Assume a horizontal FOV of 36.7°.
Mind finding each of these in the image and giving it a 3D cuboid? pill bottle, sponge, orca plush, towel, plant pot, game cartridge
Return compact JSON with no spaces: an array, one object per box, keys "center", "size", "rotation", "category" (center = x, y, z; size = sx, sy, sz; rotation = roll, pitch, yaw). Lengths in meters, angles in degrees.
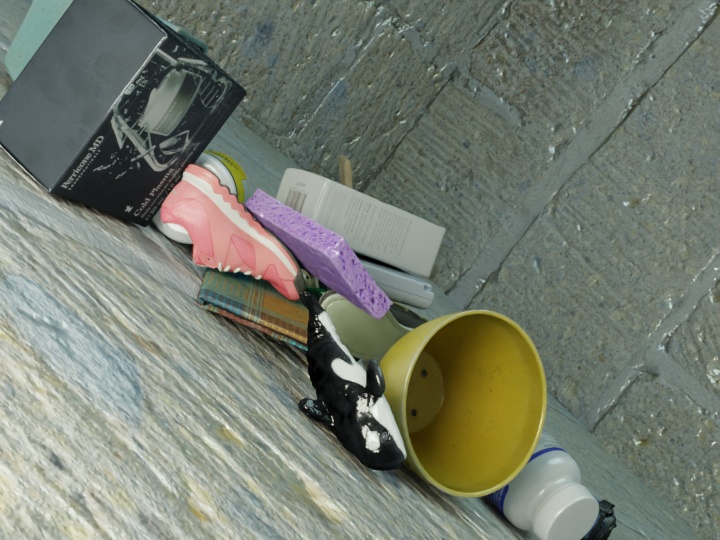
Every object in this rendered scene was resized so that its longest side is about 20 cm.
[{"center":[0.206,0.253,1.367],"size":[0.112,0.112,0.200],"rotation":[34,9,-45],"category":"pill bottle"},{"center":[-0.049,-0.020,1.207],"size":[0.199,0.030,0.112],"rotation":[31,-16,52],"category":"sponge"},{"center":[-0.029,0.115,1.082],"size":[0.070,0.105,0.202],"rotation":[-13,73,-30],"category":"orca plush"},{"center":[-0.114,0.038,1.240],"size":[0.145,0.022,0.200],"rotation":[23,10,-8],"category":"towel"},{"center":[-0.200,-0.097,1.387],"size":[0.112,0.112,0.200],"rotation":[39,6,-3],"category":"pill bottle"},{"center":[0.091,0.144,1.229],"size":[0.199,0.202,0.141],"rotation":[37,-18,-26],"category":"plant pot"},{"center":[0.000,0.000,1.379],"size":[0.132,0.042,0.200],"rotation":[14,6,-20],"category":"game cartridge"},{"center":[-0.347,-0.269,1.435],"size":[0.198,0.197,0.196],"rotation":[29,6,1],"category":"plant pot"}]

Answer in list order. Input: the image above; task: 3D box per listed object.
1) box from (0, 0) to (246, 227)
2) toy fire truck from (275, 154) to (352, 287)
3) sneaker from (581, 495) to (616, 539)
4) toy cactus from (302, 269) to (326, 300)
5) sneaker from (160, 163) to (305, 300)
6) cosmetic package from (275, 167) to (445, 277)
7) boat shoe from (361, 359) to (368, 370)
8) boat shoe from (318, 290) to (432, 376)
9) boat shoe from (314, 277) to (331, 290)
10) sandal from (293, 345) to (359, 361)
[{"center":[-0.257,-0.175,1.167],"size":[0.124,0.201,0.196],"rotation":[40,6,21],"category":"box"},{"center":[-0.067,-0.090,1.750],"size":[0.128,0.201,0.176],"rotation":[34,8,-45],"category":"toy fire truck"},{"center":[0.303,0.336,1.532],"size":[0.111,0.077,0.200],"rotation":[33,-6,34],"category":"sneaker"},{"center":[-0.069,0.024,1.509],"size":[0.199,0.103,0.165],"rotation":[23,6,-42],"category":"toy cactus"},{"center":[-0.148,-0.026,1.244],"size":[0.200,0.087,0.074],"rotation":[46,-10,-14],"category":"sneaker"},{"center":[-0.001,-0.059,1.358],"size":[0.198,0.075,0.101],"rotation":[18,3,-37],"category":"cosmetic package"},{"center":[0.019,0.095,1.392],"size":[0.070,0.071,0.201],"rotation":[34,31,-32],"category":"boat shoe"},{"center":[0.023,0.069,1.300],"size":[0.200,0.072,0.061],"rotation":[27,15,-33],"category":"boat shoe"},{"center":[-0.022,0.016,1.608],"size":[0.074,0.066,0.201],"rotation":[7,51,-34],"category":"boat shoe"},{"center":[-0.044,0.083,1.355],"size":[0.075,0.048,0.200],"rotation":[41,6,15],"category":"sandal"}]
